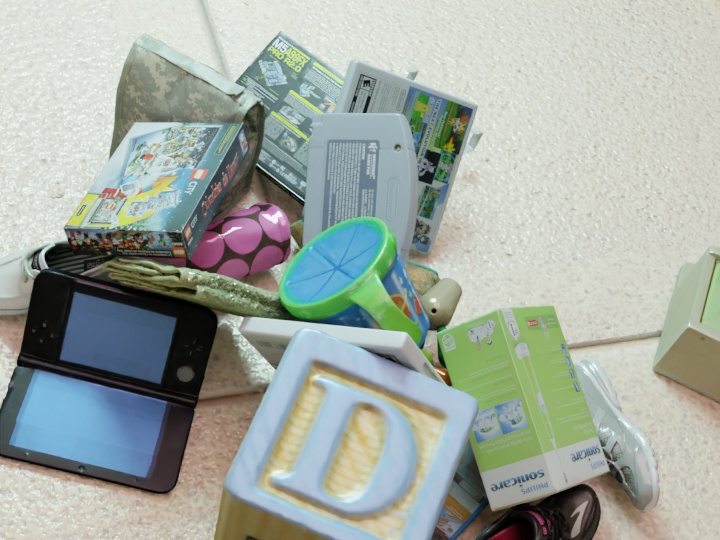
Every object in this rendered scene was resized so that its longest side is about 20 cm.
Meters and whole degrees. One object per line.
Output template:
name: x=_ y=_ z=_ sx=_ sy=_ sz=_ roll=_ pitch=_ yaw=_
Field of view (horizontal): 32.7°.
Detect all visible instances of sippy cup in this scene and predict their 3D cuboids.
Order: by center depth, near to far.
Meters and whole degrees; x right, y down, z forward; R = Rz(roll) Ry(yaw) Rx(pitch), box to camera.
sippy cup: x=0.003 y=0.035 z=1.300 sx=0.130 sy=0.139 sz=0.178 roll=54 pitch=26 yaw=-30

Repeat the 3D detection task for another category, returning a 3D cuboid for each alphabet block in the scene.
alphabet block: x=-0.020 y=0.206 z=1.217 sx=0.196 sy=0.200 sz=0.196 roll=24 pitch=61 yaw=4

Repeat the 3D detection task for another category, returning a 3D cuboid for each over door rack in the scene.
over door rack: x=0.043 y=-0.171 z=1.633 sx=0.200 sy=0.067 sz=0.148 roll=-32 pitch=68 yaw=-32

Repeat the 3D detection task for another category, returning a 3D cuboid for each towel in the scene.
towel: x=-0.159 y=0.021 z=1.310 sx=0.200 sy=0.148 sz=0.037 roll=20 pitch=83 yaw=-49

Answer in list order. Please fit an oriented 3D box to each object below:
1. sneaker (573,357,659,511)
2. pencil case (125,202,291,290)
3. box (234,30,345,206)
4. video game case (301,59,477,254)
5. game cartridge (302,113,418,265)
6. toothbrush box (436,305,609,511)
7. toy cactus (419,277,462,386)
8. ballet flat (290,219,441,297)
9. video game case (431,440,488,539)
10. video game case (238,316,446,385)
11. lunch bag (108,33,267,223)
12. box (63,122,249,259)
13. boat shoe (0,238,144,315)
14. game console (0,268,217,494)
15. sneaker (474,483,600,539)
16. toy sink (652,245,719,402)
sneaker: x=0.279 y=0.200 z=1.435 sx=0.082 sy=0.075 sz=0.200 roll=-18 pitch=53 yaw=-13
pencil case: x=-0.183 y=-0.021 z=1.439 sx=0.200 sy=0.094 sz=0.091 roll=-18 pitch=103 yaw=-30
box: x=-0.077 y=-0.187 z=1.565 sx=0.200 sy=0.044 sz=0.160 roll=37 pitch=82 yaw=18
video game case: x=0.038 y=-0.138 z=1.523 sx=0.182 sy=0.200 sz=0.022 roll=16 pitch=4 yaw=-26
game cartridge: x=0.001 y=-0.084 z=1.439 sx=0.133 sy=0.041 sz=0.201 roll=3 pitch=89 yaw=24
toothbrush box: x=0.179 y=0.146 z=1.346 sx=0.145 sy=0.086 sz=0.200 roll=-2 pitch=71 yaw=-57
toy cactus: x=0.069 y=0.077 z=1.422 sx=0.200 sy=0.102 sz=0.165 roll=29 pitch=50 yaw=14
ballet flat: x=0.000 y=0.000 z=1.494 sx=0.200 sy=0.071 sz=0.071 roll=22 pitch=50 yaw=-1
video game case: x=0.067 y=0.233 z=1.363 sx=0.143 sy=0.018 sz=0.200 roll=41 pitch=52 yaw=14
video game case: x=-0.003 y=0.110 z=1.279 sx=0.200 sy=0.182 sz=0.023 roll=4 pitch=58 yaw=33
lunch bag: x=-0.204 y=-0.178 z=1.473 sx=0.164 sy=0.200 sz=0.118 roll=31 pitch=50 yaw=8
box: x=-0.217 y=-0.091 z=1.334 sx=0.136 sy=0.038 sz=0.200 roll=3 pitch=41 yaw=17
boat shoe: x=-0.338 y=-0.006 z=1.336 sx=0.199 sy=0.067 sz=0.074 roll=-16 pitch=69 yaw=3
game console: x=-0.267 y=0.114 z=1.287 sx=0.199 sy=0.171 sz=0.118 roll=14 pitch=24 yaw=-7
sneaker: x=0.191 y=0.286 z=1.319 sx=0.200 sy=0.084 sz=0.077 roll=-25 pitch=65 yaw=-32
toy sink: x=0.473 y=0.054 z=1.571 sx=0.130 sy=0.112 sz=0.200 roll=27 pitch=50 yaw=3
